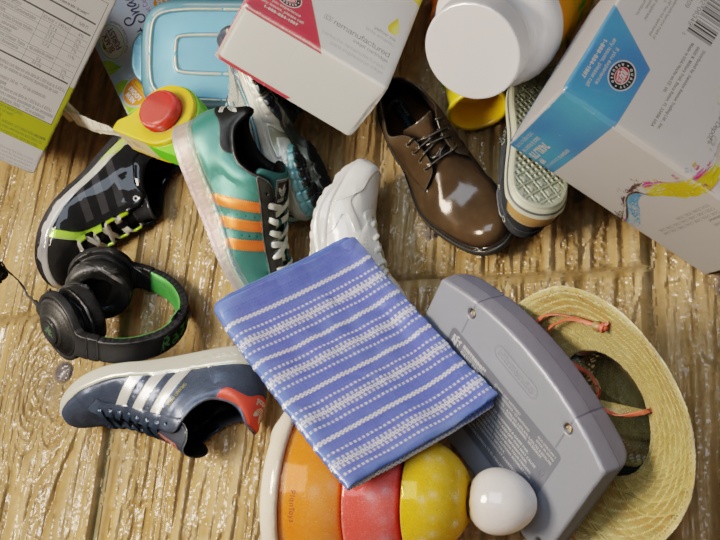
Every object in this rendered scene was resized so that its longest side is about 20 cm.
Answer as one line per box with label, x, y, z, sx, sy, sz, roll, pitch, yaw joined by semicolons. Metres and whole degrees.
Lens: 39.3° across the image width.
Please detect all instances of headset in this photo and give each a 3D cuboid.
headset;-0.258;0.018;0.939;0.199;0.094;0.124;13;35;8

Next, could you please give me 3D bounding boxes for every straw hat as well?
straw hat;0.198;0.102;0.767;0.085;0.202;0.201;-13;52;-36

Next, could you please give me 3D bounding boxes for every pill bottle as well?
pill bottle;0.131;-0.228;0.876;0.110;0.112;0.200;12;38;23

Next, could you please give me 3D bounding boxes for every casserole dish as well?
casserole dish;-0.135;-0.213;1.008;0.198;0.039;0.122;2;94;1

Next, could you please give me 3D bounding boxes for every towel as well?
towel;-0.008;0.062;0.782;0.144;0.024;0.200;-25;54;-25

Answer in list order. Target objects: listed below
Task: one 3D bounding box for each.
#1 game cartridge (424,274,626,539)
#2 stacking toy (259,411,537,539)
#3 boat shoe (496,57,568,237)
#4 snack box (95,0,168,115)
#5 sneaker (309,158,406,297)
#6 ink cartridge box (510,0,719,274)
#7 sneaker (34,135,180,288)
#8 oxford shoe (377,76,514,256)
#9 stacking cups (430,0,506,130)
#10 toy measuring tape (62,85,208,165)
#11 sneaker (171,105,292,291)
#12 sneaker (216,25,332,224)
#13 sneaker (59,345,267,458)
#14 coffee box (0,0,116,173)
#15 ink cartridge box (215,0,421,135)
game cartridge;0.114;0.104;0.779;0.040;0.134;0.200;-15;53;-33
stacking toy;0.034;0.174;0.765;0.198;0.146;0.147;3;68;18
boat shoe;0.156;-0.113;0.891;0.074;0.062;0.201;14;55;0
snack box;-0.217;-0.263;1.096;0.142;0.053;0.201;-33;61;5
sneaker;0.000;0.000;0.901;0.099;0.078;0.201;12;79;15
ink cartridge box;0.249;-0.117;0.772;0.199;0.146;0.147;34;79;-1
sneaker;-0.245;-0.064;1.008;0.082;0.072;0.201;27;78;26
oxford shoe;0.067;-0.096;0.906;0.072;0.084;0.200;-35;62;-1
stacking cups;0.094;-0.234;0.968;0.060;0.061;0.201;-15;63;12
toy measuring tape;-0.209;-0.153;0.984;0.199;0.074;0.074;22;76;29
sneaker;-0.093;-0.051;0.902;0.079;0.071;0.201;-21;101;16
sneaker;-0.104;-0.133;0.958;0.086;0.078;0.201;-23;86;22
sneaker;-0.178;0.128;0.897;0.199;0.075;0.085;-14;59;13
coffee box;-0.393;-0.241;1.003;0.199;0.199;0.199;30;95;56
ink cartridge box;-0.024;-0.250;0.931;0.145;0.083;0.201;28;56;-12
